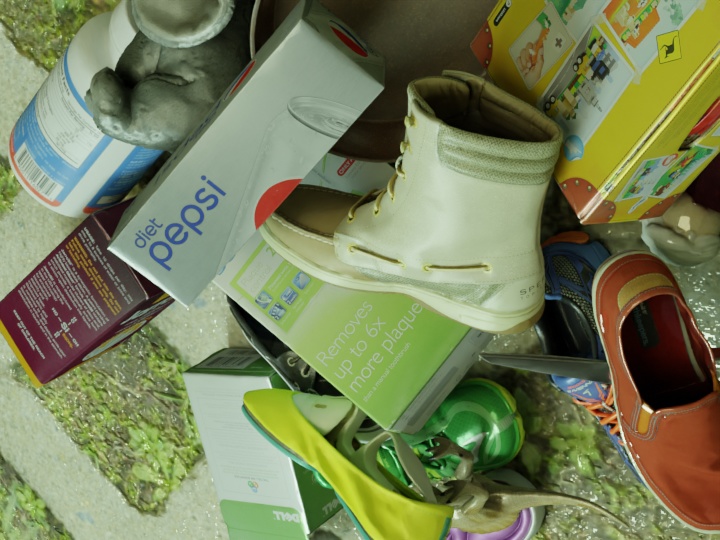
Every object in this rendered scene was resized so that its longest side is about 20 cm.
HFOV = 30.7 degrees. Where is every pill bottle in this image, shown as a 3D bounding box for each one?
[{"bbox_3d":[-0.197,-0.138,1.064,0.112,0.112,0.200,54,131,5],"label":"pill bottle"}]

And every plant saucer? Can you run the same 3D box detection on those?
[{"bbox_3d":[0.025,-0.163,0.860,0.035,0.200,0.200,-107,29,-50],"label":"plant saucer"}]

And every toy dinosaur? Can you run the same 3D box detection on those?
[{"bbox_3d":[0.089,0.169,0.971,0.200,0.058,0.101,-20,134,29],"label":"toy dinosaur"}]

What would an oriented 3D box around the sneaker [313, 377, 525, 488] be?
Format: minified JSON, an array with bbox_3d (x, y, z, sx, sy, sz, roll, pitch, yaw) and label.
[{"bbox_3d":[0.044,0.140,1.018,0.200,0.084,0.074,-24,94,41],"label":"sneaker"}]

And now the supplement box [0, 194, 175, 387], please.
[{"bbox_3d":[-0.220,0.012,1.148,0.200,0.110,0.086,-35,87,42],"label":"supplement box"}]

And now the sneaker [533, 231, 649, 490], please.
[{"bbox_3d":[0.165,0.074,0.898,0.075,0.078,0.200,-35,86,42],"label":"sneaker"}]

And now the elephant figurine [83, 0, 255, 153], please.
[{"bbox_3d":[-0.109,-0.182,0.894,0.155,0.142,0.200,15,109,-14],"label":"elephant figurine"}]

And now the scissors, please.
[{"bbox_3d":[0.180,0.063,0.853,0.200,0.014,0.073,22,107,-7],"label":"scissors"}]

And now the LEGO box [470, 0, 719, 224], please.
[{"bbox_3d":[0.169,-0.148,0.758,0.200,0.077,0.149,-55,53,43],"label":"LEGO box"}]

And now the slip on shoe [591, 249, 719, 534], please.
[{"bbox_3d":[0.197,0.084,0.820,0.074,0.061,0.200,-21,108,2],"label":"slip on shoe"}]

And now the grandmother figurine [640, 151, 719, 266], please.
[{"bbox_3d":[0.232,-0.078,0.798,0.121,0.061,0.200,61,142,37],"label":"grandmother figurine"}]

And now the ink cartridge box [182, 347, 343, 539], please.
[{"bbox_3d":[-0.076,0.169,1.140,0.104,0.059,0.200,-1,109,39],"label":"ink cartridge box"}]

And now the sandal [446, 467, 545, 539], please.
[{"bbox_3d":[0.076,0.234,1.056,0.082,0.050,0.203,38,126,19],"label":"sandal"}]

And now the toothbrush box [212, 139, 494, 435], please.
[{"bbox_3d":[0.000,0.000,0.946,0.200,0.086,0.146,40,92,19],"label":"toothbrush box"}]

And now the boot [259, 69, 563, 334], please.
[{"bbox_3d":[0.027,-0.055,0.819,0.200,0.072,0.155,19,135,20],"label":"boot"}]

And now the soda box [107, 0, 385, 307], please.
[{"bbox_3d":[-0.072,-0.074,0.830,0.068,0.063,0.200,38,111,-15],"label":"soda box"}]

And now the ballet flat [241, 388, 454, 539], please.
[{"bbox_3d":[-0.006,0.131,0.944,0.200,0.067,0.067,42,104,34],"label":"ballet flat"}]

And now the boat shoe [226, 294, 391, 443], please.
[{"bbox_3d":[-0.040,0.060,1.026,0.200,0.070,0.066,43,175,41],"label":"boat shoe"}]
